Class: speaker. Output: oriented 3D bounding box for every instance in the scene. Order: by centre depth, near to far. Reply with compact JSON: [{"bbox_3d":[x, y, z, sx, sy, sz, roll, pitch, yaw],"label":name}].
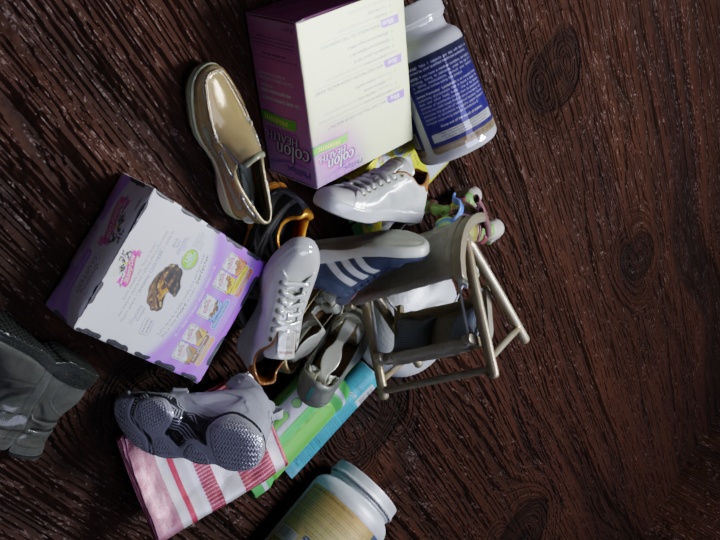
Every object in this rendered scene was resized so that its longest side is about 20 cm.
[{"bbox_3d":[-0.105,0.221,1.168,0.200,0.088,0.089,-45,136,-23],"label":"speaker"}]

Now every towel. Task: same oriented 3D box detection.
[{"bbox_3d":[-0.197,0.234,1.054,0.198,0.023,0.146,-25,98,-30],"label":"towel"}]

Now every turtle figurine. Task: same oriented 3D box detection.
[{"bbox_3d":[0.131,-0.049,1.275,0.193,0.142,0.203,-28,139,-56],"label":"turtle figurine"}]

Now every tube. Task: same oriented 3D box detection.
[{"bbox_3d":[-0.052,0.227,1.264,0.200,0.050,0.078,-47,133,-15],"label":"tube"}]

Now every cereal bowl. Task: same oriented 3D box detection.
[{"bbox_3d":[0.091,0.082,1.318,0.199,0.083,0.203,-25,125,-40],"label":"cereal bowl"}]

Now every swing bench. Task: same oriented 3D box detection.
[{"bbox_3d":[0.095,0.049,1.136,0.129,0.197,0.203,-31,101,-53],"label":"swing bench"}]

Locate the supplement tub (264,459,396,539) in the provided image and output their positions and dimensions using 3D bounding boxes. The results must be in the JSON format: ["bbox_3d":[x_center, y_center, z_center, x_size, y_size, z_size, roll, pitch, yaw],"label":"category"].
[{"bbox_3d":[-0.051,0.412,1.274,0.200,0.144,0.146,-47,137,-20],"label":"supplement tub"}]

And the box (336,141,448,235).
[{"bbox_3d":[0.040,-0.138,1.180,0.200,0.048,0.118,-49,136,-22],"label":"box"}]

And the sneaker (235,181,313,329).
[{"bbox_3d":[-0.114,-0.008,1.052,0.078,0.077,0.203,-6,115,-48],"label":"sneaker"}]

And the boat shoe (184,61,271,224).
[{"bbox_3d":[-0.140,-0.143,0.955,0.071,0.076,0.202,-40,133,-27],"label":"boat shoe"}]

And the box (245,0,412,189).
[{"bbox_3d":[-0.032,-0.235,1.014,0.175,0.096,0.203,-32,129,-34],"label":"box"}]

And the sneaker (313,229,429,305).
[{"bbox_3d":[0.000,0.000,1.097,0.075,0.197,0.086,-51,133,-63],"label":"sneaker"}]

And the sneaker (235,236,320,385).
[{"bbox_3d":[-0.090,0.057,1.014,0.072,0.085,0.202,3,126,-33],"label":"sneaker"}]

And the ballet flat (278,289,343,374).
[{"bbox_3d":[-0.060,0.063,1.156,0.201,0.063,0.069,-54,137,-14],"label":"ballet flat"}]

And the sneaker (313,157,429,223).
[{"bbox_3d":[0.017,-0.111,1.074,0.198,0.072,0.086,-5,116,-50],"label":"sneaker"}]

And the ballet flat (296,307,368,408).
[{"bbox_3d":[-0.028,0.108,1.162,0.201,0.067,0.064,-59,174,-45],"label":"ballet flat"}]

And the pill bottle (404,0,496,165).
[{"bbox_3d":[0.097,-0.254,1.095,0.115,0.115,0.202,-34,108,-32],"label":"pill bottle"}]

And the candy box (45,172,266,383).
[{"bbox_3d":[-0.227,0.014,0.941,0.200,0.071,0.169,37,80,-50],"label":"candy box"}]

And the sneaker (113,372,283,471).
[{"bbox_3d":[-0.192,0.175,1.000,0.115,0.197,0.076,-47,146,-65],"label":"sneaker"}]

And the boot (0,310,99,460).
[{"bbox_3d":[-0.372,0.121,0.843,0.131,0.067,0.200,-53,138,-7],"label":"boot"}]
